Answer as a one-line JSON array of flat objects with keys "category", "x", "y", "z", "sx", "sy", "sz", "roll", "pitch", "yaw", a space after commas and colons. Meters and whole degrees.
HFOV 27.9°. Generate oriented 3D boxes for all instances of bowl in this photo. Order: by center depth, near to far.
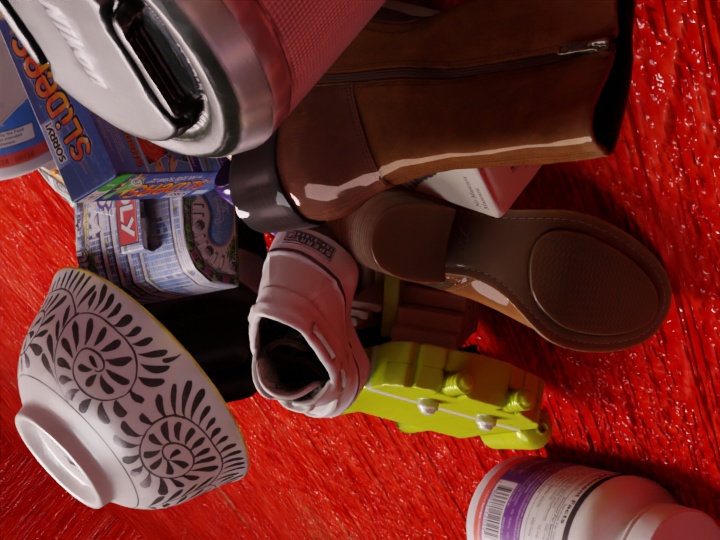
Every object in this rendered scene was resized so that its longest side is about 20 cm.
[{"category": "bowl", "x": -0.181, "y": 0.105, "z": 1.028, "sx": 0.200, "sy": 0.094, "sz": 0.202, "roll": 34, "pitch": 152, "yaw": 22}]

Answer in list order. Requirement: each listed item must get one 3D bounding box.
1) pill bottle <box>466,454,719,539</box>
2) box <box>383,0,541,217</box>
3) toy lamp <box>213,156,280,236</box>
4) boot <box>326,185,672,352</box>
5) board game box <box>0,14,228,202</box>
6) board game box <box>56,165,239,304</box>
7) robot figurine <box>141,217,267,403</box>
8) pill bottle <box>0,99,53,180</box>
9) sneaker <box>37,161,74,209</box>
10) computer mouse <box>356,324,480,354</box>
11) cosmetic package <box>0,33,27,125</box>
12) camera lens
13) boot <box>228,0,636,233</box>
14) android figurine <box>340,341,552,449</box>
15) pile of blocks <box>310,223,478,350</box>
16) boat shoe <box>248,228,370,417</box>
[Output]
[{"category": "pill bottle", "x": 0.178, "y": 0.206, "z": 1.097, "sx": 0.112, "sy": 0.112, "sz": 0.199, "roll": 47, "pitch": 159, "yaw": -22}, {"category": "box", "x": 0.009, "y": -0.101, "z": 0.801, "sx": 0.199, "sy": 0.069, "sz": 0.082, "roll": 20, "pitch": 152, "yaw": 41}, {"category": "toy lamp", "x": -0.091, "y": -0.103, "z": 0.798, "sx": 0.201, "sy": 0.058, "sz": 0.058, "roll": 54, "pitch": 156, "yaw": -23}, {"category": "boot", "x": 0.072, "y": -0.013, "z": 0.864, "sx": 0.198, "sy": 0.078, "sz": 0.155, "roll": 8, "pitch": -171, "yaw": -15}, {"category": "board game box", "x": -0.151, "y": -0.138, "z": 0.823, "sx": 0.135, "sy": 0.034, "sz": 0.202, "roll": -9, "pitch": -107, "yaw": -65}, {"category": "board game box", "x": -0.133, "y": -0.085, "z": 0.968, "sx": 0.061, "sy": 0.203, "sz": 0.199, "roll": 3, "pitch": 171, "yaw": -37}, {"category": "robot figurine", "x": -0.130, "y": 0.009, "z": 1.115, "sx": 0.124, "sy": 0.201, "sz": 0.151, "roll": 15, "pitch": 132, "yaw": -31}, {"category": "pill bottle", "x": -0.275, "y": -0.174, "z": 1.026, "sx": 0.112, "sy": 0.112, "sz": 0.202, "roll": 24, "pitch": 134, "yaw": 35}, {"category": "sneaker", "x": -0.236, "y": -0.085, "z": 1.279, "sx": 0.201, "sy": 0.078, "sz": 0.077, "roll": 52, "pitch": 170, "yaw": -24}, {"category": "computer mouse", "x": 0.020, "y": 0.039, "z": 1.118, "sx": 0.139, "sy": 0.047, "sz": 0.200, "roll": 18, "pitch": -178, "yaw": -19}, {"category": "cosmetic package", "x": -0.242, "y": -0.166, "z": 0.918, "sx": 0.090, "sy": 0.200, "sz": 0.107, "roll": 11, "pitch": 144, "yaw": 49}, {"category": "camera lens", "x": -0.052, "y": -0.160, "z": 0.589, "sx": 0.159, "sy": 0.201, "sz": 0.160, "roll": 34, "pitch": 160, "yaw": 14}, {"category": "boot", "x": 0.032, "y": -0.119, "z": 0.670, "sx": 0.198, "sy": 0.190, "sz": 0.068, "roll": -14, "pitch": 142, "yaw": 36}, {"category": "android figurine", "x": 0.050, "y": 0.088, "z": 1.015, "sx": 0.180, "sy": 0.042, "sz": 0.200, "roll": 18, "pitch": 165, "yaw": -22}, {"category": "pile of blocks", "x": 0.000, "y": 0.000, "z": 1.024, "sx": 0.199, "sy": 0.082, "sz": 0.063, "roll": 18, "pitch": 111, "yaw": 40}, {"category": "boat shoe", "x": -0.035, "y": 0.051, "z": 0.870, "sx": 0.071, "sy": 0.066, "sz": 0.201, "roll": 23, "pitch": 154, "yaw": 8}]
